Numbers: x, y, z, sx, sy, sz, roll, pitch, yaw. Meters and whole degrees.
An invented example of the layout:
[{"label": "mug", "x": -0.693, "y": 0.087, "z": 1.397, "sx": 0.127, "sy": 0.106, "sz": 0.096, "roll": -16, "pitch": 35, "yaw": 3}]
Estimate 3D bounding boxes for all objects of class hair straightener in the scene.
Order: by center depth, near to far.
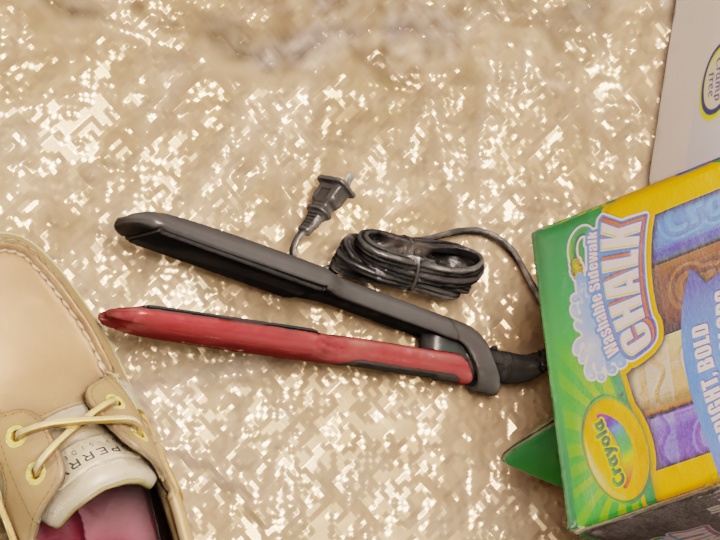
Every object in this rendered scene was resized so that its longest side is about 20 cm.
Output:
[{"label": "hair straightener", "x": 0.000, "y": 0.000, "z": 1.084, "sx": 0.200, "sy": 0.041, "sz": 0.077, "roll": 10, "pitch": 80, "yaw": -22}]

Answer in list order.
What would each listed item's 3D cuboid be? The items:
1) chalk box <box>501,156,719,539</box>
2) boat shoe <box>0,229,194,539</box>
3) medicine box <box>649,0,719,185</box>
[{"label": "chalk box", "x": 0.147, "y": 0.038, "z": 1.060, "sx": 0.124, "sy": 0.200, "sz": 0.124, "roll": 22, "pitch": 55, "yaw": -48}, {"label": "boat shoe", "x": -0.098, "y": 0.076, "z": 1.026, "sx": 0.074, "sy": 0.066, "sz": 0.200, "roll": -25, "pitch": 92, "yaw": -21}, {"label": "medicine box", "x": 0.237, "y": -0.100, "z": 1.155, "sx": 0.200, "sy": 0.103, "sz": 0.183, "roll": 14, "pitch": 78, "yaw": -18}]
